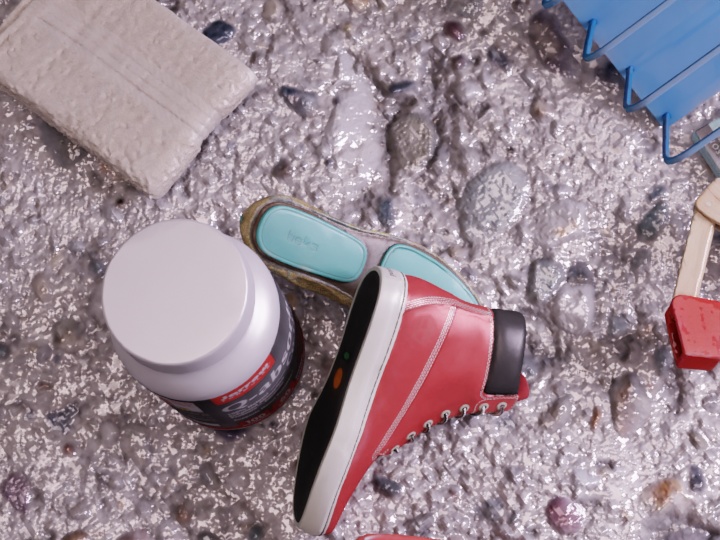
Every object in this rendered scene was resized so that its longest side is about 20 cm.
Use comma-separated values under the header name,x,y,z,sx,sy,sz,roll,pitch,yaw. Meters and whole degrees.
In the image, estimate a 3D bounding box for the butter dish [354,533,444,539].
name,x,y,z,sx,sy,sz,roll,pitch,yaw
butter dish,0.034,0.282,0.901,0.199,0.148,0.201,14,71,-34

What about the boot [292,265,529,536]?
name,x,y,z,sx,sy,sz,roll,pitch,yaw
boot,0.041,0.110,0.979,0.144,0.072,0.201,19,101,-19

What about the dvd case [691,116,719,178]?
name,x,y,z,sx,sy,sz,roll,pitch,yaw
dvd case,0.370,-0.091,1.024,0.199,0.022,0.146,-29,74,-1

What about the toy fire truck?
name,x,y,z,sx,sy,sz,roll,pitch,yaw
toy fire truck,0.289,-0.030,0.981,0.140,0.049,0.201,0,75,7

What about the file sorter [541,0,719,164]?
name,x,y,z,sx,sy,sz,roll,pitch,yaw
file sorter,0.208,-0.197,0.953,0.139,0.123,0.200,-36,103,25

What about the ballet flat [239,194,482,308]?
name,x,y,z,sx,sy,sz,roll,pitch,yaw
ballet flat,0.000,0.000,1.006,0.199,0.071,0.071,25,77,-20

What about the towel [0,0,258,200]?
name,x,y,z,sx,sy,sz,roll,pitch,yaw
towel,-0.196,-0.157,1.092,0.200,0.034,0.133,37,83,13

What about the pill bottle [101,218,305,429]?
name,x,y,z,sx,sy,sz,roll,pitch,yaw
pill bottle,-0.106,0.039,0.943,0.115,0.200,0.116,-1,75,6
